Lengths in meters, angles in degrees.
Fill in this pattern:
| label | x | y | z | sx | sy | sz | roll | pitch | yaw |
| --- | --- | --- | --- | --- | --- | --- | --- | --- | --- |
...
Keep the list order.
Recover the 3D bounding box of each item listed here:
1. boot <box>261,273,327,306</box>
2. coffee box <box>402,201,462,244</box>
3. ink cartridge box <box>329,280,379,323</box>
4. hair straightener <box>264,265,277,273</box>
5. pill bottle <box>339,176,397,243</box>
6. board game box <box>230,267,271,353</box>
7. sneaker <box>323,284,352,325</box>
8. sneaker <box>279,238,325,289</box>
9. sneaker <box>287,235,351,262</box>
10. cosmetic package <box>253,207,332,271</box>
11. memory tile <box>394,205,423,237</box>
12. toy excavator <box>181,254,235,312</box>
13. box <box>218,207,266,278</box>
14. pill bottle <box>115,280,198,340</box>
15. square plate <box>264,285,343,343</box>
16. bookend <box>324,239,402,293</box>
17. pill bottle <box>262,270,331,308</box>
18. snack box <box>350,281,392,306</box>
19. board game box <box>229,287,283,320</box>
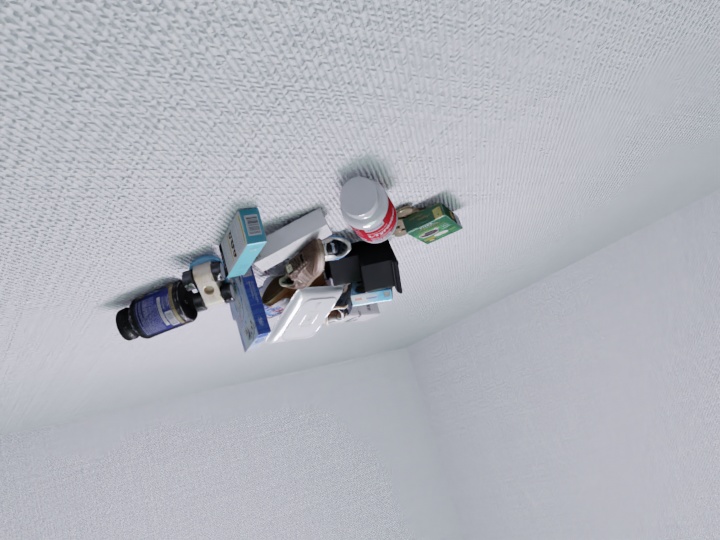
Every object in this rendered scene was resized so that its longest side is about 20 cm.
| label | x | y | z | sx | sy | sz | roll | pitch | yaw |
| --- | --- | --- | --- | --- | --- | --- | --- | --- | --- |
| boot | -0.172 | 0.072 | 1.801 | 0.199 | 0.157 | 0.073 | -40 | -144 | -18 |
| coffee box | 0.202 | -0.128 | 1.777 | 0.121 | 0.045 | 0.199 | -24 | 165 | 20 |
| ink cartridge box | -0.036 | 0.093 | 2.156 | 0.083 | 0.150 | 0.198 | -25 | 163 | 35 |
| hair straightener | -0.247 | -0.049 | 1.631 | 0.076 | 0.041 | 0.200 | -31 | 160 | 0 |
| pill bottle | 0.017 | -0.138 | 1.448 | 0.110 | 0.115 | 0.200 | -19 | 166 | 9 |
| board game box | -0.309 | 0.103 | 1.753 | 0.042 | 0.205 | 0.199 | -12 | 165 | -25 |
| sneaker | -0.050 | 0.095 | 1.924 | 0.198 | 0.079 | 0.079 | -35 | 147 | -22 |
| sneaker | -0.143 | -0.006 | 1.565 | 0.074 | 0.072 | 0.201 | -9 | 154 | -26 |
| sneaker | -0.107 | -0.056 | 1.670 | 0.197 | 0.074 | 0.072 | -13 | -179 | -42 |
| cosmetic package | -0.168 | -0.073 | 1.536 | 0.196 | 0.051 | 0.083 | -28 | 163 | 0 |
| memory tile | 0.116 | -0.135 | 1.772 | 0.151 | 0.017 | 0.198 | -27 | 164 | 31 |
| toy excavator | -0.368 | 0.028 | 1.638 | 0.097 | 0.202 | 0.198 | -16 | 122 | 1 |
| box | -0.269 | -0.059 | 1.452 | 0.048 | 0.084 | 0.200 | -10 | 164 | -28 |
| pill bottle | -0.539 | 0.112 | 1.693 | 0.195 | 0.115 | 0.112 | -20 | 165 | 10 |
| square plate | -0.148 | 0.125 | 1.770 | 0.198 | 0.029 | 0.200 | -2 | 133 | -54 |
| bookend | 0.000 | 0.000 | 1.744 | 0.193 | 0.094 | 0.201 | -12 | -157 | -3 |
| pill bottle | -0.189 | 0.055 | 1.901 | 0.197 | 0.115 | 0.111 | -3 | 160 | -43 |
| snack box | 0.035 | 0.032 | 1.826 | 0.113 | 0.038 | 0.201 | -10 | -156 | 7 |
| board game box | -0.306 | 0.105 | 2.047 | 0.195 | 0.063 | 0.200 | -19 | 165 | 9 |
